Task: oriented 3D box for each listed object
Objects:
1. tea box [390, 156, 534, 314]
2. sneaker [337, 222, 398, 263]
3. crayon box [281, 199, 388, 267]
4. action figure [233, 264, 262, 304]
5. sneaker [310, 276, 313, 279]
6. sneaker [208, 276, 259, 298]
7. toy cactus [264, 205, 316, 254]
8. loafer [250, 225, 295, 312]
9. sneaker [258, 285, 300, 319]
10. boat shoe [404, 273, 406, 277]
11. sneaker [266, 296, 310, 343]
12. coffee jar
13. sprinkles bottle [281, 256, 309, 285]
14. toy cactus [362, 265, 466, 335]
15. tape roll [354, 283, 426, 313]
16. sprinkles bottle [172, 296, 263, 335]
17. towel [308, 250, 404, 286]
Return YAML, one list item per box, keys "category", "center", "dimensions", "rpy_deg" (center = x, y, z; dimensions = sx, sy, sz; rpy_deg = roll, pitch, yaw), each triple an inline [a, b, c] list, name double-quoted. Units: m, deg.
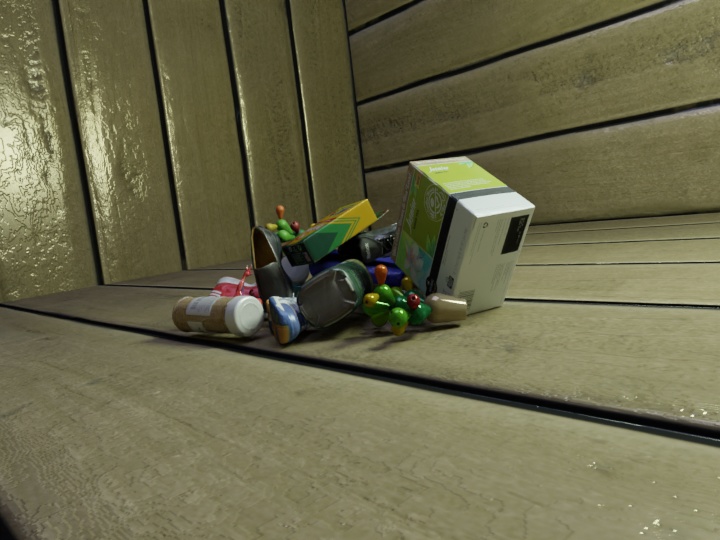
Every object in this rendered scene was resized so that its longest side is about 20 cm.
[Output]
- category: "tea box"
  center: [0.168, -0.063, 1.043]
  dimensions: [0.132, 0.203, 0.197]
  rpy_deg: [-10, 37, -28]
- category: "sneaker"
  center: [0.039, -0.050, 1.192]
  dimensions: [0.197, 0.068, 0.090]
  rpy_deg: [-6, 16, 29]
- category: "crayon box"
  center: [-0.052, -0.083, 1.212]
  dimensions: [0.199, 0.051, 0.126]
  rpy_deg: [-35, 12, -25]
- category: "action figure"
  center: [-0.256, 0.052, 1.200]
  dimensions: [0.198, 0.100, 0.065]
  rpy_deg: [-5, -36, 41]
- category: "sneaker"
  center: [-0.093, 0.030, 1.387]
  dimensions: [0.145, 0.082, 0.198]
  rpy_deg: [-7, 10, -40]
- category: "sneaker"
  center: [-0.249, 0.077, 1.324]
  dimensions: [0.196, 0.080, 0.116]
  rpy_deg: [2, 32, 17]
- category: "toy cactus"
  center: [-0.116, -0.080, 1.336]
  dimensions: [0.162, 0.104, 0.200]
  rpy_deg: [3, -9, 11]
- category: "loafer"
  center: [-0.180, 0.008, 1.166]
  dimensions: [0.072, 0.203, 0.072]
  rpy_deg: [-23, -22, 8]
- category: "sneaker"
  center: [-0.170, 0.055, 1.255]
  dimensions: [0.196, 0.081, 0.078]
  rpy_deg: [-7, 6, 4]
- category: "boat shoe"
  center: [0.148, -0.016, 1.216]
  dimensions: [0.075, 0.073, 0.199]
  rpy_deg: [-3, 7, 35]
- category: "sneaker"
  center: [-0.114, 0.074, 1.033]
  dimensions: [0.086, 0.077, 0.200]
  rpy_deg: [-8, 7, -12]
- category: "coffee jar"
  center: [-0.037, 0.036, 1.051]
  dimensions: [0.103, 0.086, 0.200]
  rpy_deg: [-31, 0, 12]
- category: "sprinkles bottle"
  center: [-0.158, 0.017, 1.409]
  dimensions: [0.067, 0.070, 0.200]
  rpy_deg: [-8, -11, -10]
- category: "toy cactus"
  center: [0.085, 0.049, 0.952]
  dimensions: [0.162, 0.104, 0.200]
  rpy_deg: [3, -3, 1]
- category: "tape roll"
  center: [0.077, 0.050, 1.210]
  dimensions: [0.199, 0.038, 0.203]
  rpy_deg: [-7, 5, 1]
- category: "sprinkles bottle"
  center: [-0.264, 0.082, 1.098]
  dimensions: [0.198, 0.070, 0.068]
  rpy_deg: [-2, 8, 41]
- category: "towel"
  center: [0.000, 0.000, 1.247]
  dimensions: [0.196, 0.051, 0.148]
  rpy_deg: [7, 14, 10]
